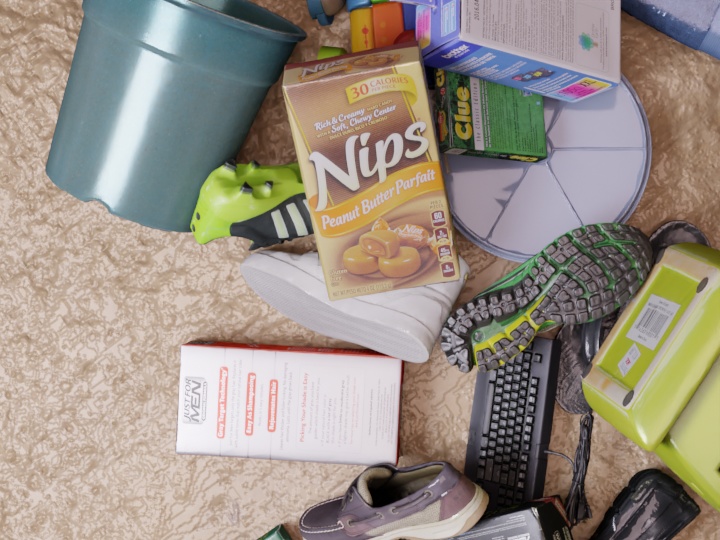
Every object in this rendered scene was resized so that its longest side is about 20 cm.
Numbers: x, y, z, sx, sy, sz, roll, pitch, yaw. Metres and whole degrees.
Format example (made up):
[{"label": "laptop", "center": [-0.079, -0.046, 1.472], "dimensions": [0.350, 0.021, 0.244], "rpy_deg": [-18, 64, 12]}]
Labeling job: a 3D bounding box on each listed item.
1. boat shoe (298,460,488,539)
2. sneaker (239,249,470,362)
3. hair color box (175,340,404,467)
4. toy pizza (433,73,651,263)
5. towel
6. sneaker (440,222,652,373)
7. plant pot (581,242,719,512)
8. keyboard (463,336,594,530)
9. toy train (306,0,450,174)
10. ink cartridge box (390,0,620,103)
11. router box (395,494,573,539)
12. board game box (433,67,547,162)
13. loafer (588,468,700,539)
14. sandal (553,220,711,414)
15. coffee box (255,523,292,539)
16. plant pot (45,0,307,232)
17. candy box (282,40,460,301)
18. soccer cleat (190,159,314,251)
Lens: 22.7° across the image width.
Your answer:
[{"label": "boat shoe", "center": [0.020, 0.201, 1.565], "dimensions": [0.199, 0.072, 0.065], "rpy_deg": [-14, 117, 41]}, {"label": "sneaker", "center": [0.000, 0.000, 1.604], "dimensions": [0.199, 0.074, 0.116], "rpy_deg": [21, 62, 23]}, {"label": "hair color box", "center": [-0.062, 0.118, 1.611], "dimensions": [0.199, 0.061, 0.102], "rpy_deg": [4, 93, 3]}, {"label": "toy pizza", "center": [0.158, -0.106, 1.595], "dimensions": [0.199, 0.032, 0.202], "rpy_deg": [0, 87, 6]}, {"label": "towel", "center": [0.321, -0.242, 1.573], "dimensions": [0.199, 0.049, 0.112], "rpy_deg": [27, 94, 2]}, {"label": "sneaker", "center": [0.160, 0.015, 1.559], "dimensions": [0.199, 0.085, 0.078], "rpy_deg": [-27, 96, 11]}, {"label": "plant pot", "center": [0.309, 0.090, 1.495], "dimensions": [0.181, 0.200, 0.200], "rpy_deg": [32, 93, -11]}, {"label": "keyboard", "center": [0.152, 0.159, 1.597], "dimensions": [0.126, 0.021, 0.201], "rpy_deg": [8, 94, 26]}, {"label": "toy train", "center": [0.014, -0.178, 1.575], "dimensions": [0.115, 0.085, 0.201], "rpy_deg": [-6, 83, 16]}, {"label": "ink cartridge box", "center": [0.120, -0.232, 1.507], "dimensions": [0.199, 0.076, 0.137], "rpy_deg": [12, 73, -31]}, {"label": "router box", "center": [0.101, 0.292, 1.567], "dimensions": [0.199, 0.062, 0.151], "rpy_deg": [-18, 86, 28]}, {"label": "board game box", "center": [0.109, -0.196, 1.550], "dimensions": [0.104, 0.023, 0.201], "rpy_deg": [5, 77, -33]}, {"label": "loafer", "center": [0.222, 0.269, 1.592], "dimensions": [0.070, 0.068, 0.201], "rpy_deg": [38, 95, 1]}, {"label": "sandal", "center": [0.234, 0.039, 1.591], "dimensions": [0.075, 0.048, 0.201], "rpy_deg": [36, 95, 2]}, {"label": "coffee box", "center": [-0.120, 0.336, 1.633], "dimensions": [0.200, 0.044, 0.123], "rpy_deg": [-36, 90, 5]}, {"label": "plant pot", "center": [-0.171, -0.150, 1.552], "dimensions": [0.199, 0.200, 0.197], "rpy_deg": [22, 102, 3]}, {"label": "candy box", "center": [0.011, -0.081, 1.492], "dimensions": [0.115, 0.055, 0.201], "rpy_deg": [-10, 117, 5]}, {"label": "soccer cleat", "center": [-0.061, -0.056, 1.569], "dimensions": [0.081, 0.199, 0.068], "rpy_deg": [-55, 51, 35]}]
